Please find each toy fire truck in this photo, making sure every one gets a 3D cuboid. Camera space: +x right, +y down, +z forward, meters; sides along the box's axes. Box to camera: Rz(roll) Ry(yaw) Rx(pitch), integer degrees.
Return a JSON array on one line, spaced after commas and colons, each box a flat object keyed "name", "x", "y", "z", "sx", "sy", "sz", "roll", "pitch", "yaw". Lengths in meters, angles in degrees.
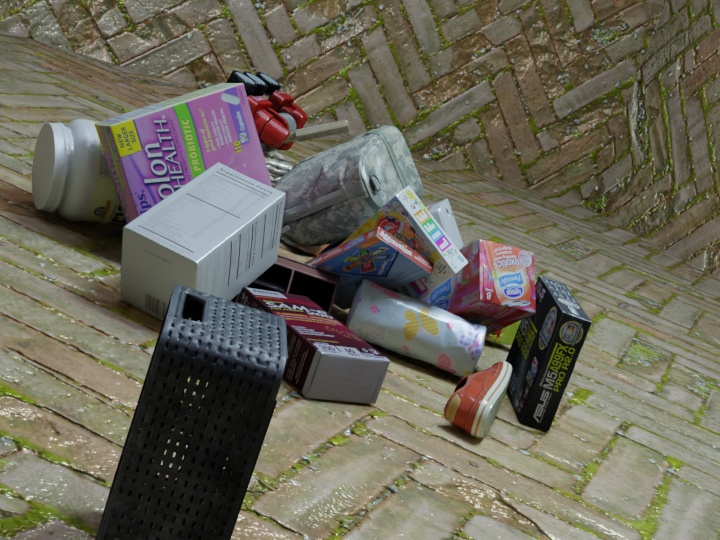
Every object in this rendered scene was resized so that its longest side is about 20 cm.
[{"name": "toy fire truck", "x": -0.119, "y": -0.239, "z": 2.006, "sx": 0.199, "sy": 0.129, "sz": 0.176, "roll": 36, "pitch": 15, "yaw": 8}]

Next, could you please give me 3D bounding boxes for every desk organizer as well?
[{"name": "desk organizer", "x": -0.130, "y": 0.019, "z": 1.708, "sx": 0.198, "sy": 0.072, "sz": 0.077, "roll": 19, "pitch": 15, "yaw": -8}]

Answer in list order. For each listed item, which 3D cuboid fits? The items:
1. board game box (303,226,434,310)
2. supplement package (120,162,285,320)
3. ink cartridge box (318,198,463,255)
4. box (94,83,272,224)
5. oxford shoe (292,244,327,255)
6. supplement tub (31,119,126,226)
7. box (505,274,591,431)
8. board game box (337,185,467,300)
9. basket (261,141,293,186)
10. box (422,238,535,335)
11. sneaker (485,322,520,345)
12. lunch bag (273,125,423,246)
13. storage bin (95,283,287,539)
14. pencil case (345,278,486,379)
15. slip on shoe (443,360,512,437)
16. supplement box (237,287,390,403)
[{"name": "board game box", "x": 0.000, "y": 0.000, "z": 1.743, "sx": 0.102, "sy": 0.020, "sz": 0.199, "roll": 32, "pitch": -34, "yaw": -27}, {"name": "supplement package", "x": -0.194, "y": -0.031, "z": 1.561, "sx": 0.113, "sy": 0.110, "sz": 0.200, "roll": 25, "pitch": 38, "yaw": 19}, {"name": "ink cartridge box", "x": 0.051, "y": -0.033, "z": 1.935, "sx": 0.198, "sy": 0.085, "sz": 0.145, "roll": -20, "pitch": 5, "yaw": 12}, {"name": "box", "x": -0.239, "y": -0.146, "z": 1.727, "sx": 0.198, "sy": 0.178, "sz": 0.096, "roll": -20, "pitch": 15, "yaw": -20}, {"name": "oxford shoe", "x": -0.126, "y": -0.089, "z": 2.179, "sx": 0.072, "sy": 0.072, "sz": 0.200, "roll": 5, "pitch": 19, "yaw": -34}, {"name": "supplement tub", "x": -0.361, "y": -0.139, "z": 1.807, "sx": 0.198, "sy": 0.147, "sz": 0.145, "roll": 5, "pitch": 18, "yaw": -29}, {"name": "box", "x": 0.251, "y": 0.109, "z": 1.722, "sx": 0.044, "sy": 0.162, "sz": 0.200, "roll": 18, "pitch": 13, "yaw": -6}, {"name": "board game box", "x": 0.047, "y": -0.014, "z": 1.767, "sx": 0.135, "sy": 0.200, "sz": 0.034, "roll": 51, "pitch": 49, "yaw": 1}, {"name": "basket", "x": -0.231, "y": -0.137, "z": 2.004, "sx": 0.196, "sy": 0.162, "sz": 0.200, "roll": 16, "pitch": 15, "yaw": -24}, {"name": "box", "x": 0.157, "y": 0.037, "z": 1.812, "sx": 0.099, "sy": 0.097, "sz": 0.200, "roll": 13, "pitch": -24, "yaw": -27}, {"name": "sneaker", "x": 0.180, "y": 0.078, "z": 1.971, "sx": 0.198, "sy": 0.079, "sz": 0.090, "roll": 15, "pitch": 20, "yaw": 3}, {"name": "lunch bag", "x": -0.029, "y": -0.117, "z": 1.877, "sx": 0.198, "sy": 0.141, "sz": 0.167, "roll": -18, "pitch": 6, "yaw": 30}, {"name": "storage bin", "x": -0.128, "y": 0.128, "z": 0.937, "sx": 0.093, "sy": 0.202, "sz": 0.135, "roll": 18, "pitch": 12, "yaw": -9}, {"name": "pencil case", "x": 0.075, "y": 0.083, "z": 1.735, "sx": 0.198, "sy": 0.084, "sz": 0.091, "roll": 20, "pitch": -17, "yaw": 0}, {"name": "slip on shoe", "x": 0.151, "y": 0.155, "z": 1.587, "sx": 0.061, "sy": 0.075, "sz": 0.200, "roll": 20, "pitch": 17, "yaw": 13}, {"name": "supplement box", "x": -0.065, "y": 0.090, "z": 1.532, "sx": 0.108, "sy": 0.062, "sz": 0.200, "roll": 10, "pitch": 15, "yaw": -38}]
